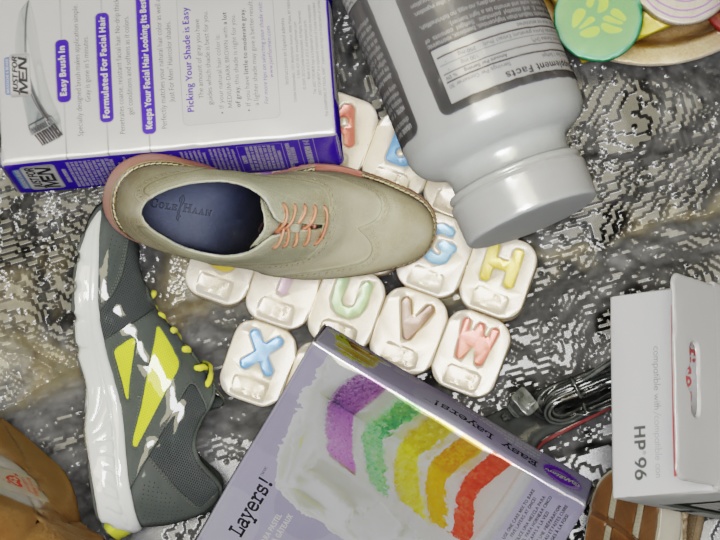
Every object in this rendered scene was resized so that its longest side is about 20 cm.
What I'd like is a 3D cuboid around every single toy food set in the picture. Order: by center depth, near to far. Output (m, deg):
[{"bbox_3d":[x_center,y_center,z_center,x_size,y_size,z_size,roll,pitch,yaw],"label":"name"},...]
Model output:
[{"bbox_3d":[0.177,-0.218,1.541,0.200,0.049,0.198,-24,84,0],"label":"toy food set"}]

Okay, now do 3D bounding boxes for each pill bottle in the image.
[{"bbox_3d":[0.063,-0.119,1.502,0.111,0.111,0.200,-22,81,1],"label":"pill bottle"}]

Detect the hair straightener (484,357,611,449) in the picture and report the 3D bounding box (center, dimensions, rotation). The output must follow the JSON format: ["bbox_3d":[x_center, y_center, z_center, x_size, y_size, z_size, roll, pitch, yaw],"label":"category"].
[{"bbox_3d":[0.110,0.090,1.502,0.200,0.077,0.041,-21,75,2],"label":"hair straightener"}]

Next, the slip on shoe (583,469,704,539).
[{"bbox_3d":[0.151,0.208,1.498,0.076,0.061,0.200,19,100,40],"label":"slip on shoe"}]

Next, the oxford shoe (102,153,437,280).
[{"bbox_3d":[-0.046,-0.024,1.487,0.200,0.074,0.071,2,101,-17],"label":"oxford shoe"}]

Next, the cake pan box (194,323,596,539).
[{"bbox_3d":[0.006,0.160,1.478,0.184,0.052,0.200,33,106,3],"label":"cake pan box"}]

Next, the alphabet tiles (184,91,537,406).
[{"bbox_3d":[0.000,0.000,1.548,0.200,0.015,0.196,20,86,5],"label":"alphabet tiles"}]

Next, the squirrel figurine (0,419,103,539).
[{"bbox_3d":[-0.229,0.205,1.464,0.200,0.142,0.187,35,104,16],"label":"squirrel figurine"}]

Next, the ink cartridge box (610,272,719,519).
[{"bbox_3d":[0.196,0.074,1.431,0.068,0.200,0.116,-9,75,34],"label":"ink cartridge box"}]

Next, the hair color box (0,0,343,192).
[{"bbox_3d":[-0.114,-0.113,1.533,0.200,0.065,0.109,-4,75,1],"label":"hair color box"}]

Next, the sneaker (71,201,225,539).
[{"bbox_3d":[-0.124,0.056,1.528,0.084,0.074,0.200,-5,94,-3],"label":"sneaker"}]
